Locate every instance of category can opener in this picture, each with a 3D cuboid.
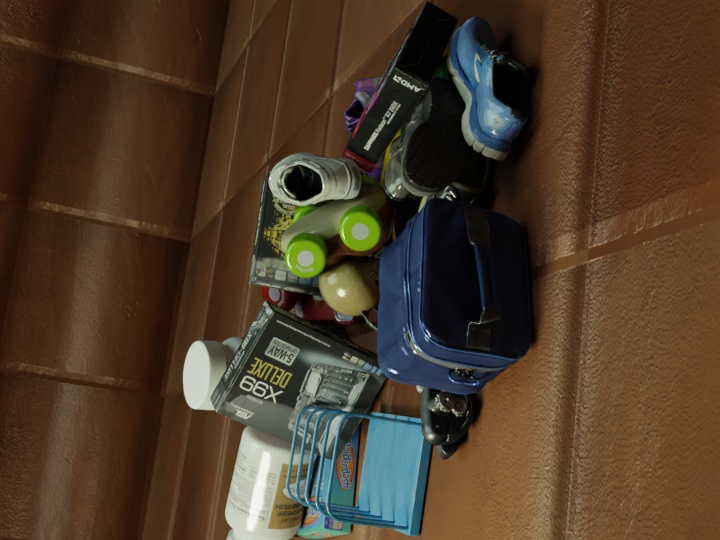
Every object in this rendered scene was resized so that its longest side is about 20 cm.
[{"bbox_3d":[0.093,0.112,1.222,0.079,0.063,0.201,127,148,-55],"label":"can opener"}]

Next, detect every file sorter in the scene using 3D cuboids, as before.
[{"bbox_3d":[-0.007,0.247,1.352,0.200,0.122,0.140,167,113,-70],"label":"file sorter"}]

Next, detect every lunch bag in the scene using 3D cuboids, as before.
[{"bbox_3d":[0.100,0.031,1.129,0.132,0.135,0.201,128,148,-55],"label":"lunch bag"}]

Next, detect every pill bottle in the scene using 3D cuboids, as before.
[{"bbox_3d":[-0.137,0.335,1.562,0.114,0.114,0.201,-139,61,-70],"label":"pill bottle"},{"bbox_3d":[-0.147,0.155,1.538,0.114,0.199,0.115,-18,69,56],"label":"pill bottle"}]

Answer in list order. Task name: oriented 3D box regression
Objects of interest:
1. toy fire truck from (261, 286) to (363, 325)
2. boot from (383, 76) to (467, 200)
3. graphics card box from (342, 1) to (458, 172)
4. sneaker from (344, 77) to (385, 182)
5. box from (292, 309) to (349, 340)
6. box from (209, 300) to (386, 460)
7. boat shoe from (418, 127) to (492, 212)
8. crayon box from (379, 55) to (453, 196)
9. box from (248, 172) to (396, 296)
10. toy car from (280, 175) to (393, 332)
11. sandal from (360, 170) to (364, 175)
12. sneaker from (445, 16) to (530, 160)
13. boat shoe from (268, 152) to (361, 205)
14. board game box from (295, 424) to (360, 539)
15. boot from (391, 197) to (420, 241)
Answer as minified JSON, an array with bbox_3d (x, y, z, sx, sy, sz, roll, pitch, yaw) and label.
[{"bbox_3d":[-0.065,-0.017,1.659,0.167,0.112,0.201,-2,95,44],"label":"toy fire truck"},{"bbox_3d":[0.068,-0.123,1.248,0.132,0.070,0.200,-54,10,42],"label":"boot"},{"bbox_3d":[0.047,-0.227,1.340,0.126,0.051,0.200,-65,8,-32],"label":"graphics card box"},{"bbox_3d":[0.017,-0.212,1.581,0.201,0.088,0.081,99,167,-47],"label":"sneaker"},{"bbox_3d":[-0.066,0.117,1.710,0.200,0.064,0.070,-128,51,-66],"label":"box"},{"bbox_3d":[-0.081,0.153,1.450,0.158,0.199,0.050,-59,26,6],"label":"box"},{"bbox_3d":[0.114,-0.091,1.265,0.065,0.073,0.201,151,128,-74],"label":"boat shoe"},{"bbox_3d":[0.093,-0.186,1.409,0.200,0.058,0.174,-166,88,-73],"label":"crayon box"},{"bbox_3d":[-0.053,-0.044,1.541,0.049,0.199,0.162,148,132,-73],"label":"box"},{"bbox_3d":[0.000,0.000,1.438,0.201,0.157,0.164,61,-169,-18],"label":"toy car"},{"bbox_3d":[-0.026,-0.073,1.695,0.201,0.043,0.076,110,148,-45],"label":"sandal"},{"bbox_3d":[0.159,-0.225,1.234,0.089,0.078,0.201,-46,41,41],"label":"sneaker"},{"bbox_3d":[-0.079,-0.118,1.419,0.200,0.065,0.072,14,109,54],"label":"boat shoe"},{"bbox_3d":[-0.050,0.292,1.582,0.152,0.045,0.201,143,136,-64],"label":"board game box"},{"bbox_3d":[0.060,0.000,1.376,0.201,0.074,0.097,-98,29,-42],"label":"boot"}]
